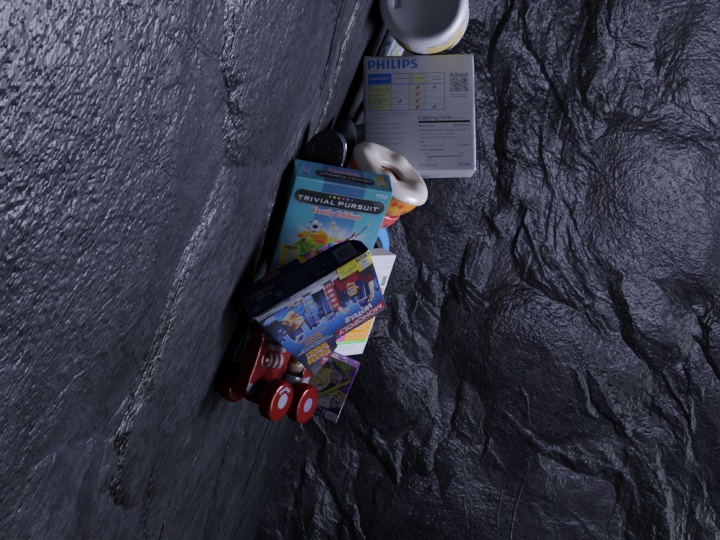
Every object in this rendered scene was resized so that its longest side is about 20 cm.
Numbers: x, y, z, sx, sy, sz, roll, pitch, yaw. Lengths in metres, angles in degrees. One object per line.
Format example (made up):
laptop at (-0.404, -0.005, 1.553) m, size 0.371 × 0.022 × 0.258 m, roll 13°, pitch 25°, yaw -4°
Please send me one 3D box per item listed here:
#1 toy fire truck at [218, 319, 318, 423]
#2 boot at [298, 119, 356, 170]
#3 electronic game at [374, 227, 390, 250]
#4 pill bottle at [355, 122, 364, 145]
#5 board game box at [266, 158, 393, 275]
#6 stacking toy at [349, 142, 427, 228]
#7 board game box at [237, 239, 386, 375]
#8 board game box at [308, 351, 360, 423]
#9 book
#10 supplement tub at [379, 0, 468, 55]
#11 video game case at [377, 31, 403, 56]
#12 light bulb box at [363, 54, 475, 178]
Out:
toy fire truck at (-0.133, 0.153, 1.510) m, size 0.200 × 0.111 × 0.170 m, roll 22°, pitch 87°, yaw -61°
boot at (-0.041, -0.190, 1.455) m, size 0.166 × 0.065 × 0.200 m, roll -60°, pitch 178°, yaw 36°
electronic game at (0.000, 0.000, 1.716) m, size 0.200 × 0.041 × 0.202 m, roll -45°, pitch 147°, yaw -40°
pill bottle at (0.017, -0.211, 1.779) m, size 0.200 × 0.115 × 0.117 m, roll 68°, pitch 45°, yaw -84°
board game box at (-0.051, -0.064, 1.393) m, size 0.047 × 0.149 × 0.201 m, roll -99°, pitch -158°, yaw -48°
stacking toy at (0.006, -0.099, 1.521) m, size 0.201 × 0.146 × 0.146 m, roll -53°, pitch -177°, yaw 27°
board game box at (-0.065, 0.063, 1.401) m, size 0.199 × 0.062 × 0.201 m, roll -30°, pitch 141°, yaw -11°
board game box at (-0.112, 0.179, 1.621) m, size 0.032 × 0.198 × 0.121 m, roll -59°, pitch 172°, yaw -66°
book at (-0.015, 0.059, 1.652) m, size 0.133 × 0.048 × 0.202 m, roll -3°, pitch 119°, yaw -56°
supplement tub at (0.111, -0.440, 1.530) m, size 0.200 × 0.144 × 0.147 m, roll -46°, pitch 159°, yaw -80°
video game case at (0.065, -0.441, 1.810) m, size 0.200 × 0.022 × 0.184 m, roll 95°, pitch 18°, yaw -80°
light bulb box at (0.104, -0.268, 1.609) m, size 0.125 × 0.196 × 0.203 m, roll -6°, pitch 96°, yaw -87°
